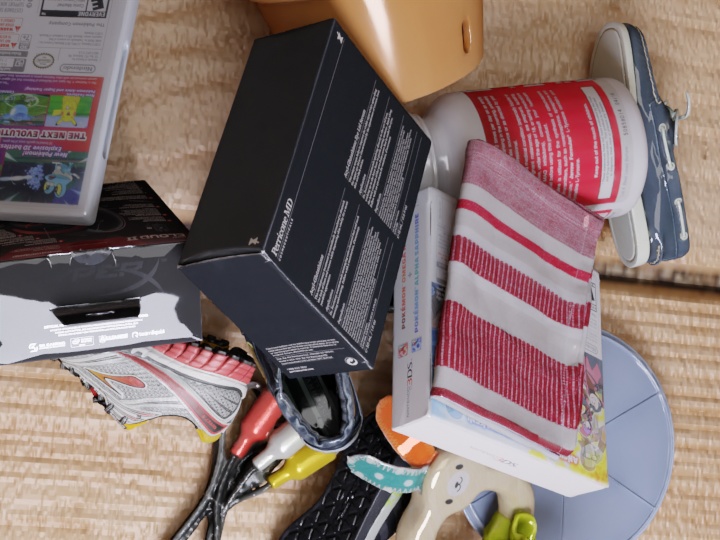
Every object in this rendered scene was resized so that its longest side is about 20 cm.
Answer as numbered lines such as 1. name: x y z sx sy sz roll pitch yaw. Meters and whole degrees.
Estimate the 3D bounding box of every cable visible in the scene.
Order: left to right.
1. cable: -0.099 0.162 1.312 0.097 0.050 0.200 43 76 -9

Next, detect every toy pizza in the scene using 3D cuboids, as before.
1. toy pizza: 0.162 0.143 1.403 0.198 0.032 0.203 0 89 -17

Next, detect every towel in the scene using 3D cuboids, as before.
1. towel: 0.117 0.021 1.255 0.143 0.023 0.202 28 61 -35

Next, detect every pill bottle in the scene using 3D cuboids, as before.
1. pill bottle: 0.115 -0.088 1.355 0.198 0.112 0.114 -7 90 -18

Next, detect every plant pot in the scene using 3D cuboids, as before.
1. plant pot: 0.009 -0.208 1.296 0.199 0.200 0.141 -23 112 -16

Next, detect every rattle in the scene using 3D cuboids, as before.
1. rattle: 0.086 0.193 1.263 0.129 0.143 0.201 -27 131 -3

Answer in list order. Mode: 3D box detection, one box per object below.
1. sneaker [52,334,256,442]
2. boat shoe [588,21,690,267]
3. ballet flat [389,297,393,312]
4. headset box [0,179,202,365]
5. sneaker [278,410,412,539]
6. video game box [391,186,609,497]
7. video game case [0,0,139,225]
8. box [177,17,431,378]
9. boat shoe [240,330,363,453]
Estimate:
1. sneaker: -0.181 0.076 1.275 0.198 0.078 0.083 17 95 -8
2. boat shoe: 0.234 -0.105 1.412 0.061 0.075 0.202 -10 93 -16
3. ballet flat: 0.000 0.000 1.342 0.198 0.057 0.067 5 89 -10
4. headset box: -0.199 0.000 1.203 0.147 0.200 0.076 -7 108 -18
5. sneaker: 0.006 0.198 1.333 0.083 0.072 0.201 31 96 -47
6. video game box: 0.106 0.057 1.293 0.199 0.047 0.184 25 53 -38
7. video game case: -0.264 -0.124 1.214 0.198 0.023 0.184 4 70 13
8. box: -0.034 -0.049 1.195 0.141 0.078 0.201 50 44 -42
9. boat shoe: -0.053 0.038 1.269 0.070 0.091 0.202 -27 84 -3
